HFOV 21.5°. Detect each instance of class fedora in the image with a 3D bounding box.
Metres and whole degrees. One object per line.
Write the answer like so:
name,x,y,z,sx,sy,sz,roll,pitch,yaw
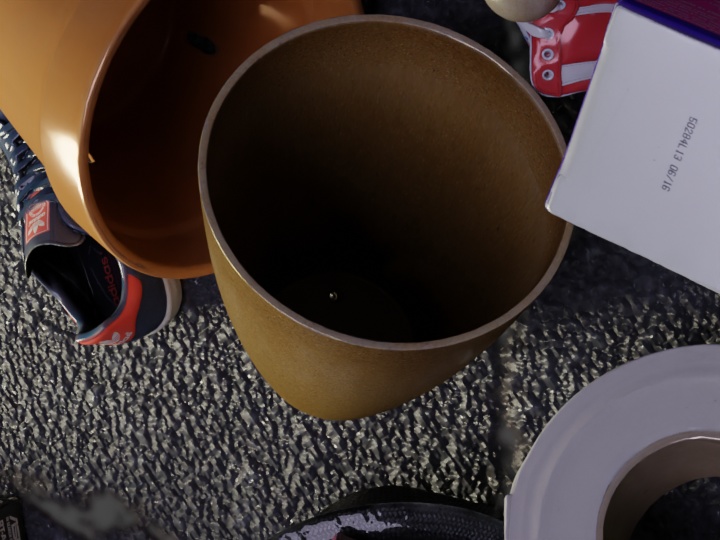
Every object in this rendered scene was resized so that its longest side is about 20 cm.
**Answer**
fedora,0.021,0.181,1.086,0.200,0.092,0.201,1,123,2

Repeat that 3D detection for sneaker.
sneaker,-0.184,-0.045,1.152,0.075,0.084,0.200,-33,87,32
sneaker,0.076,-0.159,0.951,0.199,0.071,0.113,23,122,-9

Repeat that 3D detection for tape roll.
tape roll,0.175,0.141,0.952,0.201,0.071,0.203,-7,65,16

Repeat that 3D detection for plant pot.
plant pot,-0.115,-0.114,1.042,0.140,0.200,0.201,30,118,36
plant pot,0.000,0.000,1.002,0.186,0.186,0.200,40,153,13

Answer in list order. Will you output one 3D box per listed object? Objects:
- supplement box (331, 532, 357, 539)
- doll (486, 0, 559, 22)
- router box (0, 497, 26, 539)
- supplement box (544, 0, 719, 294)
supplement box,0.052,0.236,1.012,0.199,0.086,0.111,23,121,-12
doll,0.122,-0.191,0.878,0.136,0.200,0.048,38,159,3
router box,-0.297,0.256,1.318,0.149,0.062,0.201,-1,104,28
supplement box,0.179,-0.074,0.874,0.103,0.200,0.102,27,116,21
